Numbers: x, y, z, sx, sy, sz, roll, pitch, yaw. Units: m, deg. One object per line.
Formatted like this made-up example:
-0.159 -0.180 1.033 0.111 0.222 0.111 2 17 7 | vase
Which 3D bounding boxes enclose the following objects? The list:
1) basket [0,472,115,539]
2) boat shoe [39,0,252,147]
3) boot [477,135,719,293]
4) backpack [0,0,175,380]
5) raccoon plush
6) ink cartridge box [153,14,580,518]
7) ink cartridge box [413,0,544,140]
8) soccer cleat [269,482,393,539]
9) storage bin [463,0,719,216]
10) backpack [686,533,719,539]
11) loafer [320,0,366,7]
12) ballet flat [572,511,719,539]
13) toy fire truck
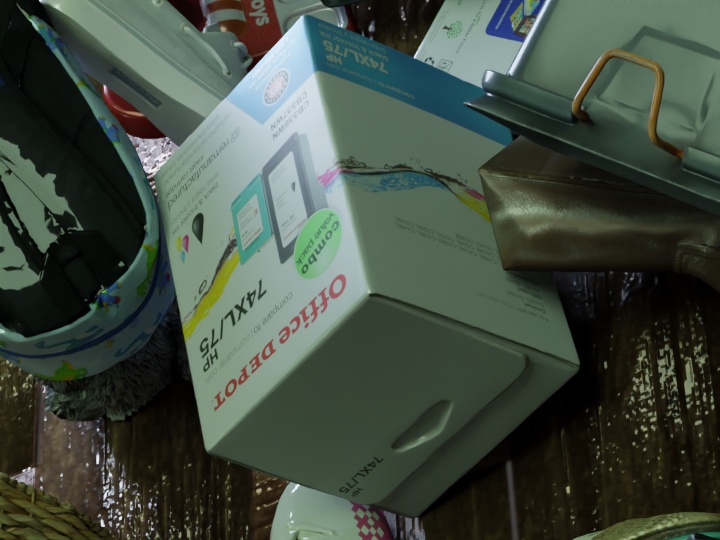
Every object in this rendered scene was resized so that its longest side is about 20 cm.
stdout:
-0.195 0.214 1.587 0.143 0.200 0.149 -20 49 26 | basket
-0.100 -0.118 1.749 0.069 0.200 0.072 -58 9 -21 | boat shoe
0.147 0.003 1.501 0.200 0.064 0.186 8 51 16 | boot
-0.187 -0.034 1.661 0.163 0.154 0.200 -38 52 -11 | backpack
-0.151 0.010 1.733 0.200 0.134 0.097 -17 51 30 | raccoon plush
0.000 0.000 1.588 0.147 0.146 0.200 -45 41 31 | ink cartridge box
0.115 -0.111 1.670 0.200 0.039 0.099 18 74 46 | ink cartridge box
-0.023 0.175 1.554 0.070 0.086 0.200 -27 48 23 | soccer cleat
0.167 -0.101 1.419 0.200 0.146 0.134 23 91 33 | storage bin
0.146 0.208 1.336 0.200 0.183 0.135 -25 65 43 | backpack
0.042 -0.209 1.725 0.200 0.072 0.073 -13 22 36 | loafer
0.102 0.167 1.477 0.200 0.071 0.065 -34 32 12 | ballet flat
-0.094 -0.185 1.856 0.168 0.112 0.200 -15 50 1 | toy fire truck
